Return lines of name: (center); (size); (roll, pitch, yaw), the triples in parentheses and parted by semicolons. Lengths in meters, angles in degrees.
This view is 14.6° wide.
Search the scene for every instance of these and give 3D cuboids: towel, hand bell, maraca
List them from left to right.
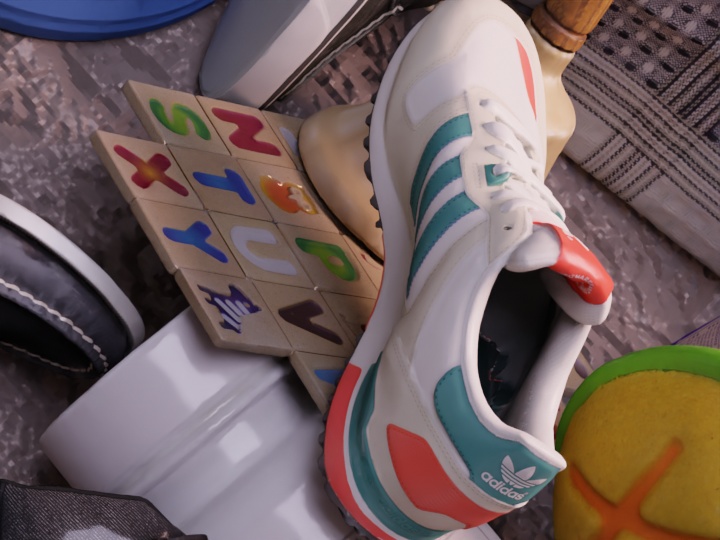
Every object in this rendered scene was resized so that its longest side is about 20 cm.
hand bell: (0.075, -0.093, 1.004); (0.104, 0.200, 0.104); (30, 26, -16)
towel: (0.151, -0.074, 1.050); (0.200, 0.193, 0.035); (42, 52, -4)
maraca: (0.137, 0.114, 0.942); (0.107, 0.137, 0.200); (-37, 102, -40)

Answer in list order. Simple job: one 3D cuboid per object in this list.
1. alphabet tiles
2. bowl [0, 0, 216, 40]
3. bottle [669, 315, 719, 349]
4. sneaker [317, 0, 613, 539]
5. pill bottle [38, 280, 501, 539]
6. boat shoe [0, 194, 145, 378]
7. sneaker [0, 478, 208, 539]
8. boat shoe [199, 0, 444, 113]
alphabet tiles: (0.000, 0.000, 0.991); (0.200, 0.006, 0.167); (10, 37, -46)
bowl: (-0.113, -0.186, 1.065); (0.200, 0.039, 0.201); (9, 67, -20)
bottle: (0.169, 0.040, 1.005); (0.065, 0.200, 0.084); (4, 68, -27)
sneaker: (0.048, -0.008, 0.904); (0.070, 0.093, 0.200); (31, 56, -32)
pill bottle: (-0.013, 0.107, 0.949); (0.114, 0.114, 0.200); (-39, 88, -31)
boat shoe: (-0.169, -0.010, 0.950); (0.200, 0.074, 0.060); (31, 61, -6)
sneaker: (-0.137, 0.125, 0.885); (0.199, 0.073, 0.112); (-12, 76, 1)
boat shoe: (0.022, -0.125, 1.034); (0.064, 0.200, 0.071); (35, 18, -27)
